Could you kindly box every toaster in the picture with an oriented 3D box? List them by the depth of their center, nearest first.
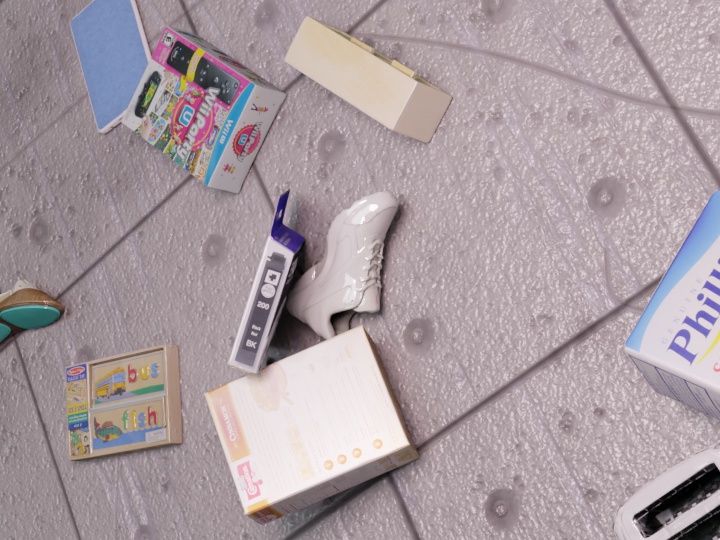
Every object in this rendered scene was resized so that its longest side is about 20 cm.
[{"bbox_3d":[0.331,0.229,1.275,0.200,0.129,0.114,-40,62,26],"label":"toaster"}]

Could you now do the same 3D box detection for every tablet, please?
[{"bbox_3d":[-0.351,-0.308,1.960,0.130,0.014,0.200,-32,64,30],"label":"tablet"}]

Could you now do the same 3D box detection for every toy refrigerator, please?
[{"bbox_3d":[0.008,-0.230,1.633,0.200,0.076,0.070,37,105,36],"label":"toy refrigerator"}]

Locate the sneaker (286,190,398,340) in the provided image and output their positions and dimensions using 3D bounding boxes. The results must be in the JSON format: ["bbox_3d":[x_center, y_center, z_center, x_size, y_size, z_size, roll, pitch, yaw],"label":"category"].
[{"bbox_3d":[0.000,0.000,1.611,0.099,0.078,0.200,44,118,27],"label":"sneaker"}]

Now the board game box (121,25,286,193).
[{"bbox_3d":[-0.207,-0.212,1.804,0.200,0.064,0.148,35,104,35],"label":"board game box"}]

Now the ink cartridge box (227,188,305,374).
[{"bbox_3d":[-0.101,0.007,1.616,0.043,0.198,0.200,17,96,-1],"label":"ink cartridge box"}]

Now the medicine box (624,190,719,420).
[{"bbox_3d":[0.377,0.051,1.253,0.200,0.103,0.182,25,78,37],"label":"medicine box"}]

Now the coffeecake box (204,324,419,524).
[{"bbox_3d":[-0.056,0.176,1.566,0.200,0.073,0.154,-23,67,3],"label":"coffeecake box"}]

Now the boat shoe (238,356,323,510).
[{"bbox_3d":[-0.091,0.189,1.638,0.067,0.073,0.200,-50,56,26],"label":"boat shoe"}]

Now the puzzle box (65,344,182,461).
[{"bbox_3d":[-0.320,0.178,1.848,0.200,0.025,0.133,-15,73,35],"label":"puzzle box"}]

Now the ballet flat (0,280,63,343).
[{"bbox_3d":[-0.502,0.057,1.994,0.200,0.068,0.072,-26,48,36],"label":"ballet flat"}]
